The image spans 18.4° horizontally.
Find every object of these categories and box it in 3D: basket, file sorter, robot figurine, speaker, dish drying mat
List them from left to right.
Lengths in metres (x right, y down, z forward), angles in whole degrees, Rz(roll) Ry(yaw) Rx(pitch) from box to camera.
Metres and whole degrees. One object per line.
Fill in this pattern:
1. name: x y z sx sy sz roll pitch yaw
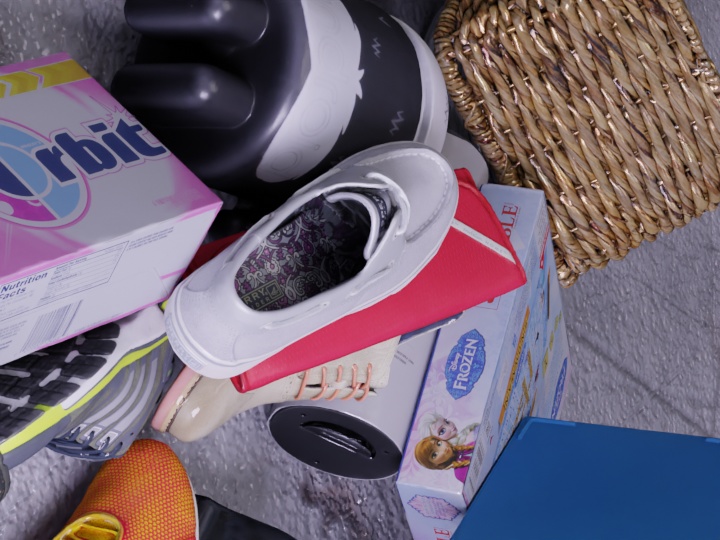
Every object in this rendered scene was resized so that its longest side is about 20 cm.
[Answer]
1. robot figurine: -0.041 -0.094 1.175 0.200 0.150 0.125 16 29 -51
2. dish drying mat: 0.000 0.000 1.133 0.200 0.018 0.077 -19 79 -41
3. speaker: 0.012 0.016 1.261 0.081 0.081 0.201 46 49 -39
4. basket: 0.135 -0.121 1.355 0.200 0.149 0.143 56 12 -31
5. file sorter: 0.131 0.180 1.202 0.200 0.138 0.123 -47 139 -62

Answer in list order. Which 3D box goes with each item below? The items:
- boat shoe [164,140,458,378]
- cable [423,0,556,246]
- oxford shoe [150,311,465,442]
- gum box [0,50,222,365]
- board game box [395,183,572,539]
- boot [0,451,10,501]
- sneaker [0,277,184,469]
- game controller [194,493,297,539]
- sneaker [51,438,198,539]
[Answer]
1. boat shoe: -0.011 -0.017 1.077 0.200 0.068 0.072 -26 84 -41
2. cable: 0.111 -0.097 1.425 0.200 0.069 0.201 -53 126 -44
3. oxford shoe: -0.022 0.038 1.147 0.200 0.071 0.074 -35 77 -34
4. gum box: -0.170 -0.022 0.980 0.113 0.066 0.200 43 33 17
5. board game box: 0.077 0.087 1.308 0.200 0.041 0.201 74 29 -55
6. boot: -0.247 0.072 0.851 0.200 0.068 0.131 31 48 3
7. sneaker: -0.134 0.059 1.046 0.200 0.074 0.081 -38 134 -59
8. game controller: -0.091 0.202 1.084 0.104 0.042 0.201 27 56 -7
9. sneaker: -0.129 0.158 1.037 0.077 0.073 0.201 73 31 -48
